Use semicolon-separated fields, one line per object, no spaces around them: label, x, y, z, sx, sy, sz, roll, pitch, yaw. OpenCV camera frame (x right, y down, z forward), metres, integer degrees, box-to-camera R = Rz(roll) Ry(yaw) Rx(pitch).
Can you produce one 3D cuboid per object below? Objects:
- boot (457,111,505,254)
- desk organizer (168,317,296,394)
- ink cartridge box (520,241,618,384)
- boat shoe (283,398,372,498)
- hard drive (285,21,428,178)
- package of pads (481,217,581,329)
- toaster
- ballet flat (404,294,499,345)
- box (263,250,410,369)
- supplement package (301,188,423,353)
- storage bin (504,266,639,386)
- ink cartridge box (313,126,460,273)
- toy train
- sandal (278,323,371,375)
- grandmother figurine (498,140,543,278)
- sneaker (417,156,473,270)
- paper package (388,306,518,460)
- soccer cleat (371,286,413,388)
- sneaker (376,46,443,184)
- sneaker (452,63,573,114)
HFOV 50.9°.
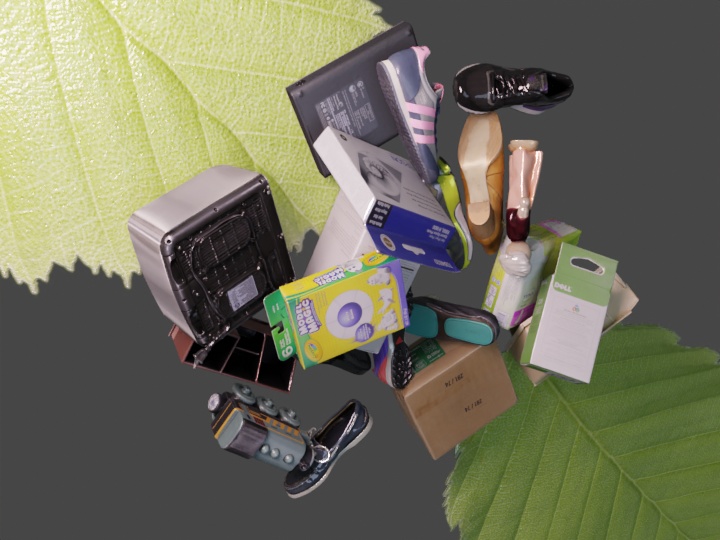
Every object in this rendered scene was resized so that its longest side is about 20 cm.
boot;0.198;-0.139;1.207;0.144;0.069;0.207;42;50;-69
desk organizer;-0.181;0.116;1.142;0.197;0.077;0.073;23;105;-35
ink cartridge box;0.337;0.070;1.223;0.101;0.059;0.205;17;81;-2
boat shoe;-0.063;0.307;1.312;0.199;0.075;0.062;-41;129;-4
hard drive;0.006;-0.241;1.073;0.197;0.033;0.142;-31;126;-9
package of pads;0.296;-0.001;1.297;0.198;0.067;0.158;-19;129;-47
toaster;-0.199;-0.016;1.014;0.199;0.117;0.184;-37;129;-29
ballet flat;0.140;0.079;1.264;0.073;0.195;0.075;10;90;-68
box;-0.031;0.055;1.059;0.195;0.048;0.120;-20;122;-12
supplement package;0.000;0.000;1.146;0.117;0.121;0.204;15;109;-31
storage bin;0.375;0.102;1.356;0.196;0.095;0.201;-34;164;-8
ink cartridge box;0.048;-0.095;1.037;0.041;0.202;0.197;-45;148;24
toy train;-0.157;0.260;1.211;0.199;0.114;0.086;35;98;-37
sandal;-0.050;0.114;1.212;0.198;0.077;0.048;20;129;-43
grandmother figurine;0.243;-0.091;1.150;0.059;0.121;0.207;3;91;12
sneaker;0.125;-0.082;1.211;0.079;0.074;0.203;-21;122;1
paper package;0.162;0.202;1.356;0.197;0.104;0.193;-32;125;-8
soccer cleat;0.044;0.092;1.243;0.067;0.072;0.206;-19;115;-40
sneaker;0.091;-0.217;1.067;0.081;0.070;0.203;-29;128;-6
sneaker;0.231;-0.279;1.126;0.195;0.087;0.078;-7;92;-29
